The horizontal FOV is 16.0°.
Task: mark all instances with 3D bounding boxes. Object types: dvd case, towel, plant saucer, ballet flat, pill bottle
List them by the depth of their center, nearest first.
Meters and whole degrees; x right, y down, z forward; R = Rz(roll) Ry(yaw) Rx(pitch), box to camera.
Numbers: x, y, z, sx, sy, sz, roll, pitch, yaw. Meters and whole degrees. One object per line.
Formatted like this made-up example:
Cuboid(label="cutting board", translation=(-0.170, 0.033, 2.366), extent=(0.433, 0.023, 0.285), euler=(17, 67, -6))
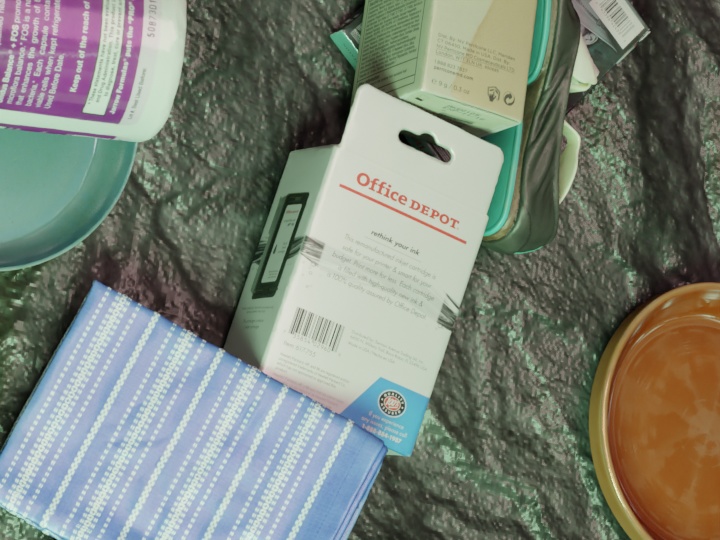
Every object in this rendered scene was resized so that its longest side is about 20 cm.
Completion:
Cuboid(label="pill bottle", translation=(-0.205, -0.135, 1.412), extent=(0.200, 0.112, 0.112), euler=(6, 78, -21))
Cuboid(label="towel", translation=(-0.098, 0.114, 1.460), extent=(0.200, 0.024, 0.145), euler=(29, 74, -6))
Cuboid(label="plant saucer", translation=(-0.223, -0.096, 1.481), extent=(0.200, 0.027, 0.200), euler=(6, 78, -30))
Cuboid(label="ballet flat", translation=(0.112, -0.107, 1.639), extent=(0.068, 0.068, 0.200), euler=(13, 86, -38))
Cuboid(label="dvd case", translation=(0.089, -0.155, 1.678), extent=(0.200, 0.022, 0.146), euler=(-45, 104, -27))
Cuboid(label="plant saucer", translation=(0.235, 0.109, 1.712), extent=(0.200, 0.032, 0.200), euler=(6, 79, -30))

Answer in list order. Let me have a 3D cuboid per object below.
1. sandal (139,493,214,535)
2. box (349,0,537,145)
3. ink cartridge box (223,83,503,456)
Cuboid(label="sandal", translation=(-0.115, 0.158, 1.485), extent=(0.200, 0.054, 0.080), euler=(-32, 98, -30))
Cuboid(label="box", translation=(0.059, -0.188, 1.600), extent=(0.078, 0.095, 0.200), euler=(15, 76, -27))
Cuboid(label="ink cartridge box", translation=(0.000, 0.000, 1.559), extent=(0.116, 0.068, 0.200), euler=(24, 78, -26))
